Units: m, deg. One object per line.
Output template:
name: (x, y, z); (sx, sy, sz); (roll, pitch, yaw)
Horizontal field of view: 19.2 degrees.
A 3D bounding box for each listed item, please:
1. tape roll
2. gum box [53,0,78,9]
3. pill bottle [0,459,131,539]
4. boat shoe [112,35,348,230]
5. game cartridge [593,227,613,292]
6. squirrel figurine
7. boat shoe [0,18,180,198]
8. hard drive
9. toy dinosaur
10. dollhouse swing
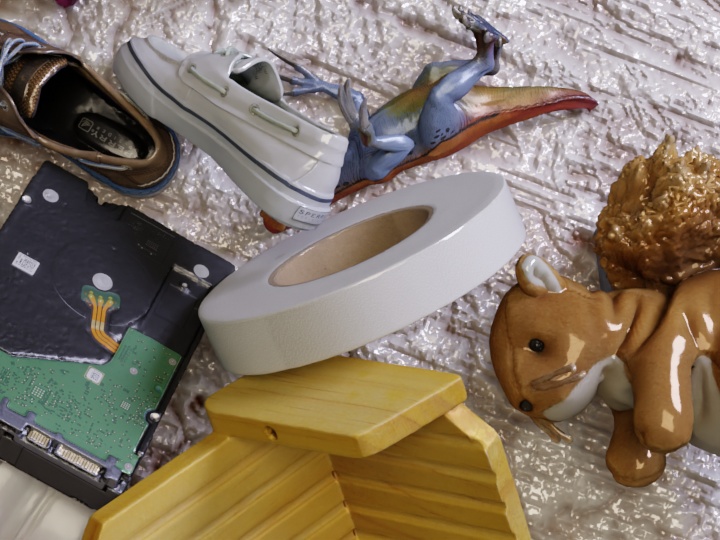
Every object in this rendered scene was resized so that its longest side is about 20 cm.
tape roll: (0.000, 0.000, 1.250); (0.201, 0.203, 0.037); (-26, 103, -8)
gum box: (-0.224, -0.267, 1.342); (0.199, 0.066, 0.114); (35, 79, 2)
pill bottle: (-0.242, 0.103, 1.258); (0.199, 0.113, 0.114); (35, 80, 3)
boat shoe: (-0.072, -0.101, 1.289); (0.200, 0.073, 0.067); (40, 107, 33)
game cartridge: (0.251, 0.009, 1.350); (0.198, 0.042, 0.135); (-6, 86, -5)
squirrel figurine: (0.176, 0.029, 1.267); (0.185, 0.142, 0.202); (13, 66, 8)
boat shoe: (-0.201, -0.115, 1.316); (0.199, 0.072, 0.073); (24, 80, 0)
hard drive: (-0.168, 0.036, 1.253); (0.139, 0.038, 0.201); (28, 42, -6)
toy dinosaur: (0.026, -0.078, 1.325); (0.199, 0.105, 0.182); (33, 100, -11)
dollhouse swing: (-0.025, 0.179, 1.189); (0.176, 0.181, 0.201); (-42, 125, -39)
